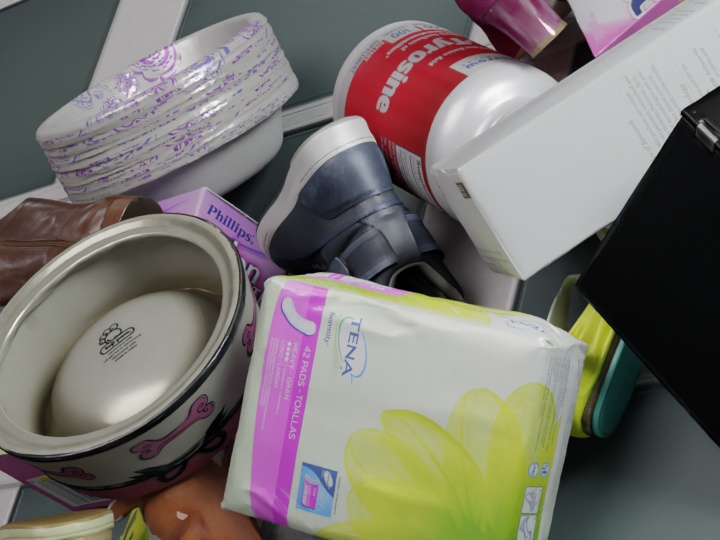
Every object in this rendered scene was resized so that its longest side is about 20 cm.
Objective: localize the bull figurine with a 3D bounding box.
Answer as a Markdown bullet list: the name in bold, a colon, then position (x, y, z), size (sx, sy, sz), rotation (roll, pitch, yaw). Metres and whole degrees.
- **bull figurine**: position (-0.116, 0.158, 1.400), size (0.121, 0.065, 0.200), rotation (-52, 32, 14)

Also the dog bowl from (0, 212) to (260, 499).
- **dog bowl**: position (-0.148, 0.061, 1.401), size (0.200, 0.074, 0.200), rotation (-19, 42, 18)

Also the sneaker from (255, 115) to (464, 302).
- **sneaker**: position (-0.001, 0.001, 1.481), size (0.077, 0.146, 0.202), rotation (-28, -14, -17)

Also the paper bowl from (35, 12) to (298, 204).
- **paper bowl**: position (-0.141, -0.110, 1.676), size (0.200, 0.104, 0.201), rotation (-25, 16, 8)

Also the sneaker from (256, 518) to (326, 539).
- **sneaker**: position (0.016, 0.144, 1.353), size (0.200, 0.075, 0.116), rotation (-54, 38, 19)

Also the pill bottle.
- **pill bottle**: position (0.073, -0.093, 1.441), size (0.112, 0.112, 0.200), rotation (-55, 35, -2)

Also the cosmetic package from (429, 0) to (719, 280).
- **cosmetic package**: position (0.148, -0.081, 1.287), size (0.200, 0.081, 0.113), rotation (-34, 6, -2)

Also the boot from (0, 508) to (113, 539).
- **boot**: position (-0.187, 0.234, 1.351), size (0.200, 0.072, 0.155), rotation (134, 130, -67)

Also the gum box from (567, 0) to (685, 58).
- **gum box**: position (0.191, -0.216, 1.445), size (0.113, 0.066, 0.200), rotation (-41, 36, 20)

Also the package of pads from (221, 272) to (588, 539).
- **package of pads**: position (0.025, 0.088, 1.273), size (0.200, 0.068, 0.155), rotation (13, 95, 27)

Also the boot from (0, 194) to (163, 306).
- **boot**: position (-0.242, 0.024, 1.590), size (0.200, 0.064, 0.187), rotation (1, 55, 50)

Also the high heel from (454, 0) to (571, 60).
- **high heel**: position (0.090, -0.189, 1.457), size (0.067, 0.096, 0.200), rotation (-44, 4, 13)

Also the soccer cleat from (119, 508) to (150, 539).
- **soccer cleat**: position (-0.161, 0.230, 1.479), size (0.084, 0.065, 0.200), rotation (-13, 53, 33)

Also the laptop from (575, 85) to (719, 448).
- **laptop**: position (0.252, -0.010, 1.177), size (0.200, 0.116, 0.187), rotation (-33, 63, -14)

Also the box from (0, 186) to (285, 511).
- **box**: position (-0.164, 0.062, 1.605), size (0.176, 0.097, 0.200), rotation (-15, 51, 43)

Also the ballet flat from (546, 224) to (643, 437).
- **ballet flat**: position (0.159, 0.004, 1.291), size (0.067, 0.067, 0.200), rotation (26, 84, 33)
